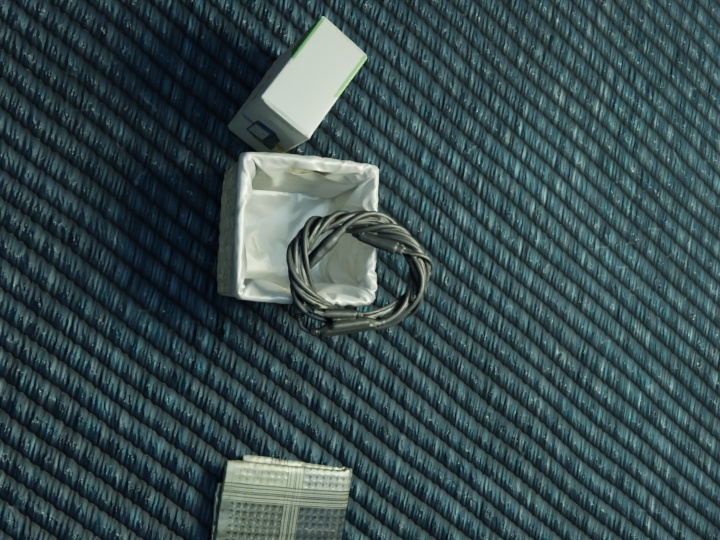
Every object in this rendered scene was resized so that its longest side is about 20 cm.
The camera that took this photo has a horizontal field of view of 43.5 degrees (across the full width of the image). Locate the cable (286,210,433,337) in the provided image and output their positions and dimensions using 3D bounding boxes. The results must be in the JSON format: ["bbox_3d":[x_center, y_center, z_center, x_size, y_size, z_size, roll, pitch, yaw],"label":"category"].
[{"bbox_3d":[0.000,0.000,1.193,0.200,0.051,0.164,-8,86,-16],"label":"cable"}]

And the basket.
[{"bbox_3d":[-0.092,-0.049,1.266,0.198,0.161,0.200,3,85,-19],"label":"basket"}]

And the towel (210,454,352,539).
[{"bbox_3d":[-0.120,0.370,1.307,0.200,0.035,0.193,10,87,-21],"label":"towel"}]

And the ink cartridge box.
[{"bbox_3d":[-0.093,-0.247,1.256,0.087,0.200,0.145,38,75,-17],"label":"ink cartridge box"}]
